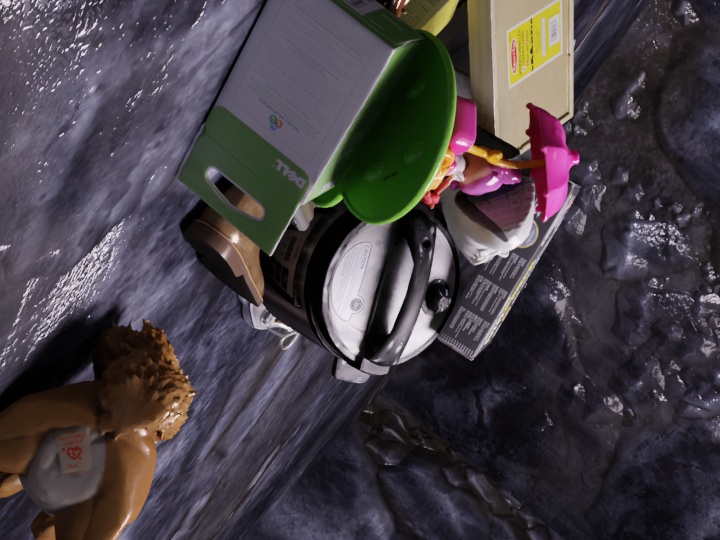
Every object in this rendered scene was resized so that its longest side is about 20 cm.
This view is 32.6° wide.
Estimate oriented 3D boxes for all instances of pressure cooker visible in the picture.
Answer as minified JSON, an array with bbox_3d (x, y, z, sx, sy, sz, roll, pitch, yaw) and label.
[{"bbox_3d":[0.003,0.000,1.237,0.178,0.200,0.177,-33,121,-19],"label":"pressure cooker"}]

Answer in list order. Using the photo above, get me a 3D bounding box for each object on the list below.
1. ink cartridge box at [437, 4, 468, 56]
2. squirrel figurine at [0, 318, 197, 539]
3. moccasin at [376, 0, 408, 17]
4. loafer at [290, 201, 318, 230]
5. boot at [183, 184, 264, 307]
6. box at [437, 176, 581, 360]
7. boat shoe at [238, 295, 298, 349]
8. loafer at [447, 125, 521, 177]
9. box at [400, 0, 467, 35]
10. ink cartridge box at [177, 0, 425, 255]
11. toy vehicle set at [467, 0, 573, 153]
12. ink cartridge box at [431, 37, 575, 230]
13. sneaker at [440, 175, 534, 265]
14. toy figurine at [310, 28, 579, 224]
[{"bbox_3d":[0.059,-0.221,1.221,0.200,0.067,0.116,-51,170,-6],"label":"ink cartridge box"},{"bbox_3d":[-0.217,0.144,1.056,0.200,0.141,0.187,-48,177,-8],"label":"squirrel figurine"},{"bbox_3d":[0.025,-0.248,0.948,0.078,0.073,0.202,-26,146,-53],"label":"moccasin"},{"bbox_3d":[-0.060,-0.092,1.096,0.070,0.075,0.200,-47,171,-5],"label":"loafer"},{"bbox_3d":[-0.109,-0.022,1.159,0.076,0.073,0.200,-56,169,-14],"label":"boot"},{"bbox_3d":[0.156,-0.012,1.270,0.201,0.044,0.160,-61,171,8],"label":"box"},{"bbox_3d":[-0.088,0.048,1.478,0.075,0.086,0.202,-50,171,-11],"label":"boat shoe"},{"bbox_3d":[0.054,-0.138,1.098,0.068,0.200,0.071,-39,152,-58],"label":"loafer"},{"bbox_3d":[0.054,-0.250,1.067,0.200,0.075,0.050,-50,172,-23],"label":"box"},{"bbox_3d":[-0.049,-0.122,0.939,0.201,0.104,0.059,-57,169,30],"label":"ink cartridge box"},{"bbox_3d":[0.147,-0.206,1.113,0.124,0.026,0.201,-35,133,-35],"label":"toy vehicle set"},{"bbox_3d":[0.137,-0.143,1.274,0.145,0.083,0.201,-41,150,-42],"label":"ink cartridge box"},{"bbox_3d":[0.119,-0.044,1.132,0.074,0.088,0.200,-12,-165,-3],"label":"sneaker"},{"bbox_3d":[0.081,-0.088,1.000,0.200,0.183,0.151,-21,-118,52],"label":"toy figurine"}]
